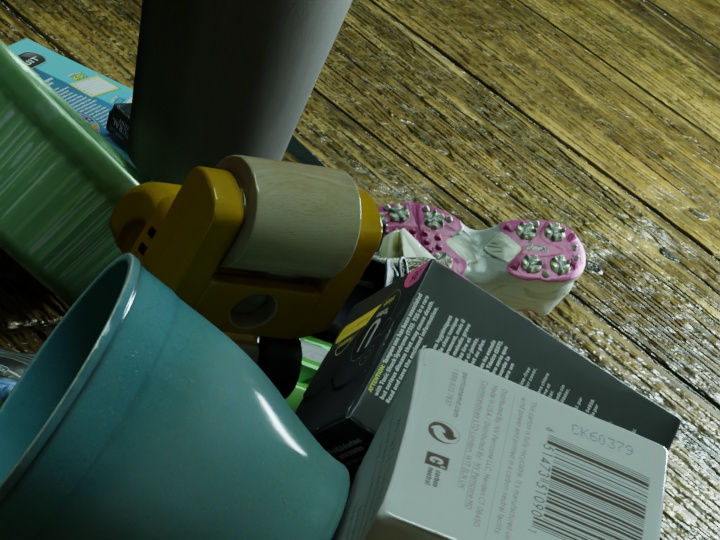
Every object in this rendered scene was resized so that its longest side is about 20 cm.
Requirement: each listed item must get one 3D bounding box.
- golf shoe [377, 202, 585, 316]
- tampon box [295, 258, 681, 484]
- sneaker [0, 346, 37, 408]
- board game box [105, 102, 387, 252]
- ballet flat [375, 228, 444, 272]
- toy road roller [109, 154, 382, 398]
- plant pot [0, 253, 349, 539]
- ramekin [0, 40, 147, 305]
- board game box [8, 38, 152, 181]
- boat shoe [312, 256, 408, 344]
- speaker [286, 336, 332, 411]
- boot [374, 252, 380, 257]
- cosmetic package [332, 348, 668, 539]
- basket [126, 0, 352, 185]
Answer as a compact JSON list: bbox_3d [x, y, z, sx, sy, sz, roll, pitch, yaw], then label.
[{"bbox_3d":[0.079,0.000,2.025,0.199,0.092,0.075,9,55,-3],"label":"golf shoe"},{"bbox_3d":[0.073,0.109,1.609,0.200,0.150,0.126,34,67,-11],"label":"tampon box"},{"bbox_3d":[-0.167,0.083,1.633,0.199,0.071,0.083,12,38,-19],"label":"sneaker"},{"bbox_3d":[-0.089,-0.072,1.898,0.135,0.028,0.200,-6,36,-36],"label":"board game box"},{"bbox_3d":[0.000,0.000,1.805,0.200,0.068,0.075,6,63,-21],"label":"ballet flat"},{"bbox_3d":[-0.091,-0.017,1.602,0.123,0.200,0.146,7,43,-33],"label":"toy road roller"},{"bbox_3d":[-0.116,0.123,1.479,0.188,0.200,0.200,34,23,-13],"label":"plant pot"},{"bbox_3d":[-0.227,-0.066,1.761,0.200,0.098,0.200,45,0,0],"label":"ramekin"},{"bbox_3d":[-0.227,-0.108,1.966,0.200,0.047,0.151,26,27,16],"label":"board game box"},{"bbox_3d":[0.013,0.028,1.733,0.200,0.062,0.075,21,64,-19],"label":"boat shoe"},{"bbox_3d":[-0.024,0.098,1.716,0.200,0.089,0.088,22,25,-5],"label":"speaker"},{"bbox_3d":[0.025,0.053,1.866,0.203,0.074,0.154,-4,40,-43],"label":"boot"},{"bbox_3d":[0.062,0.190,1.455,0.165,0.200,0.165,23,34,-4],"label":"cosmetic package"},{"bbox_3d":[-0.095,-0.163,1.813,0.180,0.200,0.136,-6,36,-39],"label":"basket"}]
